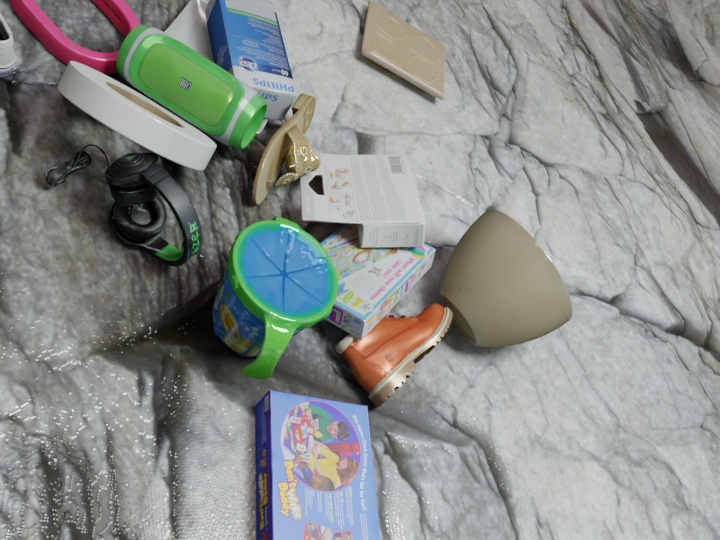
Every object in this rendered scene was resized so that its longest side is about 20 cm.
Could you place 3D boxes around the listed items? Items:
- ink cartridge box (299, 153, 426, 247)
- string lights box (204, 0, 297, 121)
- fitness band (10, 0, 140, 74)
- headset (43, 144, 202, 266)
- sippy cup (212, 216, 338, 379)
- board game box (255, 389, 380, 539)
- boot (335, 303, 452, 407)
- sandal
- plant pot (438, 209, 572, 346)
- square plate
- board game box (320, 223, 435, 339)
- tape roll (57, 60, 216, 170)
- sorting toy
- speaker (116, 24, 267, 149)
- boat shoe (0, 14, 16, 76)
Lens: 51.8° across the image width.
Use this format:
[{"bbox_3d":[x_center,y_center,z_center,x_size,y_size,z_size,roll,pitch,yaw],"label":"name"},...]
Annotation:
[{"bbox_3d":[-0.004,-0.108,1.092,0.172,0.045,0.202,0,36,-6],"label":"ink cartridge box"},{"bbox_3d":[-0.168,-0.330,1.123,0.101,0.059,0.203,6,56,-33],"label":"string lights box"},{"bbox_3d":[-0.395,-0.358,1.035,0.200,0.037,0.143,46,44,4],"label":"fitness band"},{"bbox_3d":[-0.273,-0.079,0.867,0.199,0.125,0.094,36,50,18],"label":"headset"},{"bbox_3d":[-0.113,0.033,0.883,0.140,0.130,0.178,44,44,2],"label":"sippy cup"},{"bbox_3d":[-0.049,0.245,0.834,0.132,0.045,0.203,15,51,-27],"label":"board game box"},{"bbox_3d":[0.050,0.084,1.010,0.107,0.075,0.199,44,45,8],"label":"boot"},{"bbox_3d":[-0.086,-0.174,1.070,0.068,0.078,0.214,16,53,7],"label":"sandal"},{"bbox_3d":[0.193,0.032,1.090,0.133,0.201,0.202,-34,79,-9],"label":"plant pot"},{"bbox_3d":[-0.210,-0.315,1.144,0.196,0.028,0.202,31,45,-13],"label":"square plate"},{"bbox_3d":[0.000,0.000,1.022,0.133,0.035,0.200,27,41,20],"label":"board game box"},{"bbox_3d":[-0.273,-0.190,0.920,0.201,0.037,0.203,31,7,-4],"label":"tape roll"},{"bbox_3d":[0.084,-0.423,1.440,0.183,0.037,0.202,25,43,-20],"label":"sorting toy"},{"bbox_3d":[-0.228,-0.249,1.011,0.198,0.089,0.089,32,45,-1],"label":"speaker"},{"bbox_3d":[-0.496,-0.336,0.923,0.071,0.066,0.201,-25,75,-44],"label":"boat shoe"}]
